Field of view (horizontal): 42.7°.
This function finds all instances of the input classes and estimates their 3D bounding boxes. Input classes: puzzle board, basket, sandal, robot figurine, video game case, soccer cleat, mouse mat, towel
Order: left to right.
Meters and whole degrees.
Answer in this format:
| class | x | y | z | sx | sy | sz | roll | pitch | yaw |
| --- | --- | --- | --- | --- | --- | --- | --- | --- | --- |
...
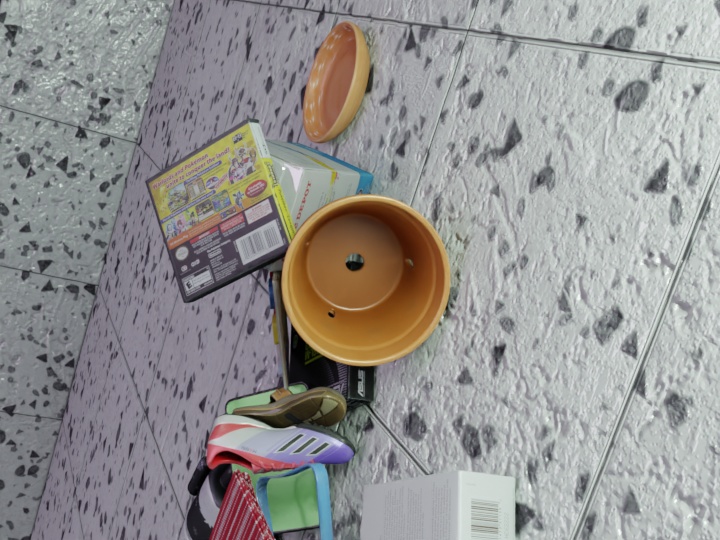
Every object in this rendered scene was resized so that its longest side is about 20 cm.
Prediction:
| class | x | y | z | sx | sy | sz | roll | pitch | yaw |
| --- | --- | --- | --- | --- | --- | --- | --- | --- | --- |
| video game case | -0.186 | -0.076 | 1.224 | 0.199 | 0.025 | 0.182 | -24 | 80 | 29 |
| robot figurine | -0.195 | 0.368 | 1.415 | 0.201 | 0.124 | 0.151 | -59 | 28 | 32 |
| towel | -0.129 | 0.356 | 1.091 | 0.200 | 0.022 | 0.145 | 52 | 129 | 47 |
| mouse mat | -0.123 | 0.268 | 1.300 | 0.160 | 0.008 | 0.202 | -17 | 73 | 31 |
| puzzle board | -0.114 | 0.063 | 1.296 | 0.200 | 0.017 | 0.152 | -105 | 11 | -76 |
| soccer cleat | -0.106 | 0.241 | 1.215 | 0.068 | 0.198 | 0.074 | 84 | -163 | -49 |
| sandal | -0.093 | 0.184 | 1.247 | 0.199 | 0.080 | 0.054 | -23 | 38 | 39 |
| basket | -0.078 | 0.352 | 1.160 | 0.176 | 0.138 | 0.202 | -34 | 57 | 55 |

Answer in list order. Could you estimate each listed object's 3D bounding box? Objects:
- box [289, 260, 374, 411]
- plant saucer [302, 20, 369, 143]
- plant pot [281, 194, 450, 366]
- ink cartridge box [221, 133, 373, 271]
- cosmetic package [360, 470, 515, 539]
| class | x | y | z | sx | sy | sz | roll | pitch | yaw |
| --- | --- | --- | --- | --- | --- | --- | --- | --- | --- |
| box | -0.044 | 0.107 | 1.310 | 0.200 | 0.047 | 0.195 | -31 | 51 | 57 |
| plant saucer | -0.037 | -0.303 | 1.502 | 0.200 | 0.037 | 0.202 | -36 | 48 | 54 |
| plant pot | 0.000 | 0.000 | 1.129 | 0.140 | 0.198 | 0.202 | -120 | 46 | -77 |
| ink cartridge box | -0.106 | -0.096 | 1.306 | 0.145 | 0.200 | 0.148 | 26 | 104 | 24 |
| cosmetic package | 0.076 | 0.271 | 0.959 | 0.200 | 0.071 | 0.102 | -29 | 53 | 57 |
